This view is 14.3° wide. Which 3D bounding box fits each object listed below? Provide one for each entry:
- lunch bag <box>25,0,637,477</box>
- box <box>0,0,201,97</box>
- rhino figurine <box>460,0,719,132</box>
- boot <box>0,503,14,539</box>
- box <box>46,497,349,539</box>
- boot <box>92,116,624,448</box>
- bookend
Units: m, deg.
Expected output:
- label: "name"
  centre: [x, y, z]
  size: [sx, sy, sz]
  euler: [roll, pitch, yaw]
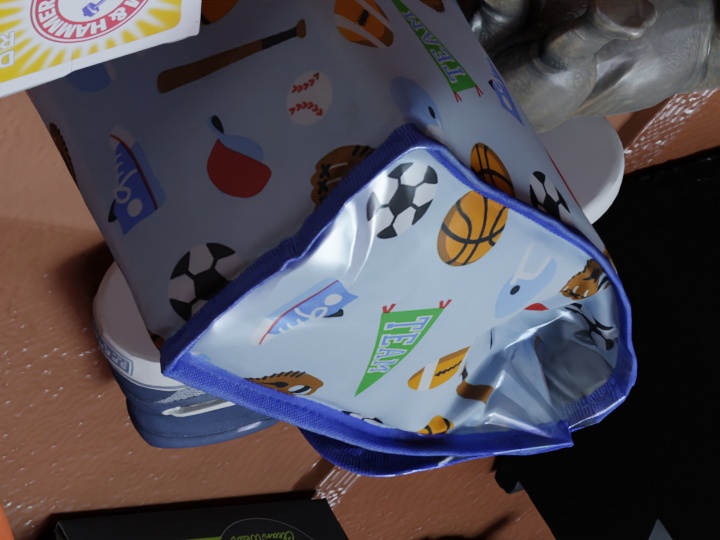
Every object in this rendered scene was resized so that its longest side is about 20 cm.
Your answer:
- label: "lunch bag"
  centre: [-0.007, -0.035, 0.882]
  size: [0.124, 0.170, 0.200]
  euler: [-40, 150, 18]
- label: "box"
  centre: [-0.103, -0.141, 0.707]
  size: [0.112, 0.101, 0.200]
  euler: [-19, 147, -21]
- label: "rhino figurine"
  centre: [0.117, -0.094, 1.019]
  size: [0.200, 0.060, 0.087]
  euler: [-12, 158, -33]
- label: "boot"
  centre: [-0.131, 0.152, 1.062]
  size: [0.075, 0.107, 0.200]
  euler: [-33, 130, -32]
- label: "box"
  centre: [-0.086, 0.207, 1.203]
  size: [0.148, 0.124, 0.200]
  euler: [-3, 140, -41]
- label: "boot"
  centre: [0.000, 0.000, 1.050]
  size: [0.199, 0.073, 0.090]
  euler: [-19, 155, -7]
- label: "bookend"
  centre: [0.159, 0.089, 1.184]
  size: [0.092, 0.200, 0.199]
  euler: [-16, 145, -25]
